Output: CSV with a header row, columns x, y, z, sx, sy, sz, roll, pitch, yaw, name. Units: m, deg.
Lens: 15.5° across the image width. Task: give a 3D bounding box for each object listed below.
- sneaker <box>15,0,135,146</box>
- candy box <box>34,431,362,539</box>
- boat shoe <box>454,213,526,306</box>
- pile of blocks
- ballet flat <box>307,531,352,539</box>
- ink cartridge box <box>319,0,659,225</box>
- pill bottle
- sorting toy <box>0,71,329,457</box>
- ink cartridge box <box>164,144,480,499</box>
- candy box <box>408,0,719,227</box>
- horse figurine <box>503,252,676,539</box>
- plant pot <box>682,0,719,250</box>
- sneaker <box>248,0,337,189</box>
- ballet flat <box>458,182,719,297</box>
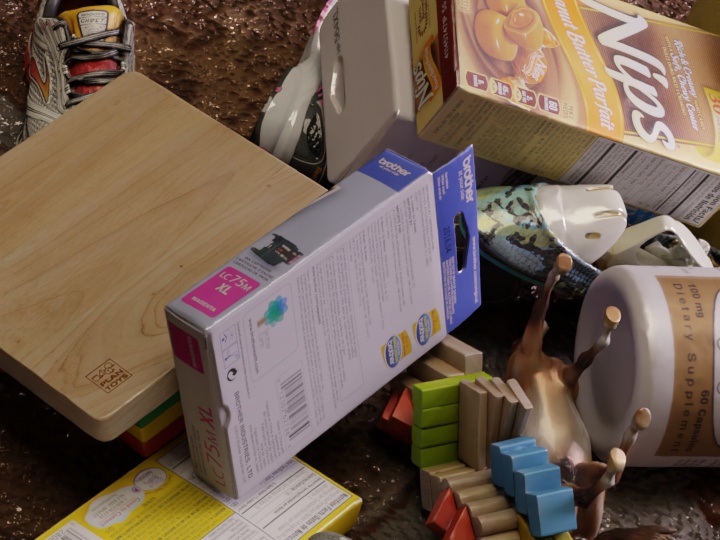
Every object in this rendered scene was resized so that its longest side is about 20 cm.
x,y,z,sx,sy,sz,roll,pitch,yaw,name
-0.174,-0.117,1.628,0.077,0.082,0.201,1,41,-16,sneaker
-0.098,0.147,1.373,0.102,0.027,0.200,33,42,22,candy box
0.000,0.000,1.561,0.199,0.075,0.074,8,50,3,boat shoe
0.061,0.111,1.424,0.062,0.082,0.200,-10,45,-27,pile of blocks
0.054,0.183,1.348,0.199,0.068,0.064,21,32,8,ballet flat
0.083,-0.097,1.630,0.199,0.084,0.147,16,47,-25,ink cartridge box
0.232,0.056,1.519,0.199,0.115,0.115,1,40,-16,pill bottle
-0.130,0.004,1.468,0.198,0.070,0.200,32,56,33,sorting toy
-0.015,0.020,1.410,0.200,0.120,0.042,-35,47,-30,ink cartridge box
0.128,-0.109,1.567,0.199,0.055,0.116,16,51,-23,candy box
0.115,0.090,1.453,0.050,0.133,0.201,1,53,-22,horse figurine
0.311,-0.110,1.680,0.194,0.201,0.195,3,39,-15,plant pot
-0.006,-0.111,1.696,0.086,0.080,0.200,29,47,-1,sneaker
0.146,-0.017,1.555,0.199,0.074,0.074,21,29,-39,ballet flat
